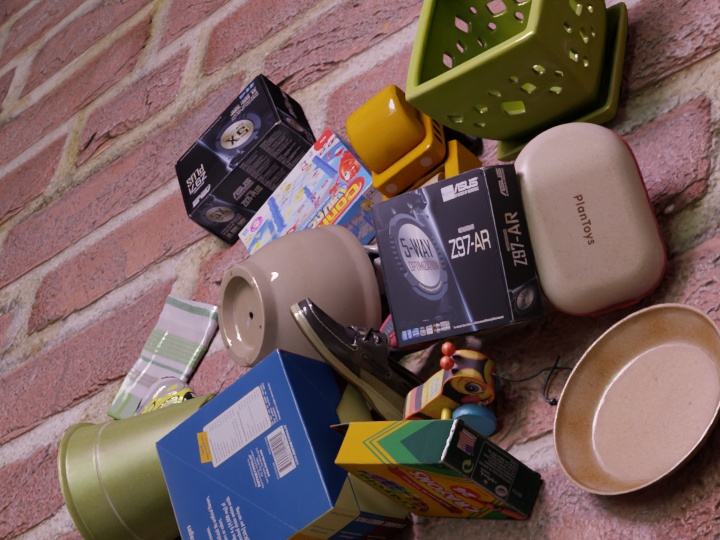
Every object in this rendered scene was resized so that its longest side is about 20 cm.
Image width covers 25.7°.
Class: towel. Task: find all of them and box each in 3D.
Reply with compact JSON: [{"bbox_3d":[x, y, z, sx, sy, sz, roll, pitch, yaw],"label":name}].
[{"bbox_3d":[-0.279,0.130,2.226,0.149,0.031,0.200,9,67,57],"label":"towel"}]

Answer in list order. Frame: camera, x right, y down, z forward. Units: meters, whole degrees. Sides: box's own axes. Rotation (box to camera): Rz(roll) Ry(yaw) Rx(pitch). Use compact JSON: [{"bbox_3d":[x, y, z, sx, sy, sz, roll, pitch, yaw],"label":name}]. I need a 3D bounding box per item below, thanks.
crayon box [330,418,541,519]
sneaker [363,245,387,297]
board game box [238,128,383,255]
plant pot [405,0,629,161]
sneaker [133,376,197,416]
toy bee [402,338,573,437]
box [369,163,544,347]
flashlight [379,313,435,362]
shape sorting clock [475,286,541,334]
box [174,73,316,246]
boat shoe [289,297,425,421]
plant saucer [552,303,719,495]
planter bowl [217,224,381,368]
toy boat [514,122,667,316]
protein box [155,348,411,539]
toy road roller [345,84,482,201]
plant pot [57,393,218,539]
[{"bbox_3d":[0.066,0.201,1.587,0.200,0.127,0.051,-9,52,52],"label":"crayon box"},{"bbox_3d":[0.000,0.000,1.916,0.200,0.087,0.075,-12,51,50],"label":"sneaker"},{"bbox_3d":[-0.057,-0.068,2.092,0.200,0.056,0.196,-50,30,7],"label":"board game box"},{"bbox_3d":[0.193,-0.253,1.810,0.200,0.181,0.199,-24,41,41],"label":"plant pot"},{"bbox_3d":[-0.286,0.232,2.090,0.076,0.075,0.200,14,73,58],"label":"sneaker"},{"bbox_3d":[0.105,0.115,1.637,0.200,0.109,0.131,-42,31,19],"label":"toy bee"},{"bbox_3d":[0.097,-0.012,1.638,0.200,0.044,0.160,-15,84,54],"label":"box"},{"bbox_3d":[0.024,0.111,1.786,0.200,0.068,0.068,-54,-6,18],"label":"flashlight"},{"bbox_3d":[0.162,-0.021,1.759,0.200,0.039,0.200,-36,38,34],"label":"shape sorting clock"},{"bbox_3d":[-0.170,-0.164,2.313,0.200,0.086,0.164,-45,32,15],"label":"box"},{"bbox_3d":[0.007,0.092,1.710,0.066,0.201,0.072,-41,21,7],"label":"boat shoe"},{"bbox_3d":[0.268,0.125,1.471,0.200,0.035,0.200,-34,37,30],"label":"plant saucer"},{"bbox_3d":[-0.084,0.049,1.849,0.200,0.135,0.200,13,105,57],"label":"planter bowl"},{"bbox_3d":[0.234,-0.050,1.617,0.130,0.131,0.200,-17,78,10],"label":"toy boat"},{"bbox_3d":[-0.087,0.229,1.701,0.200,0.135,0.199,-38,55,25],"label":"protein box"},{"bbox_3d":[0.058,-0.132,1.907,0.123,0.146,0.200,-37,35,27],"label":"toy road roller"},{"bbox_3d":[-0.233,0.242,1.923,0.190,0.200,0.200,-27,39,20],"label":"plant pot"}]
